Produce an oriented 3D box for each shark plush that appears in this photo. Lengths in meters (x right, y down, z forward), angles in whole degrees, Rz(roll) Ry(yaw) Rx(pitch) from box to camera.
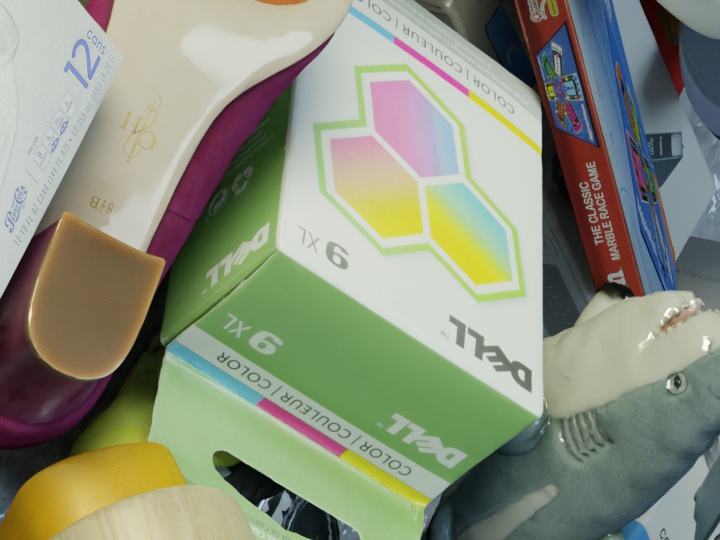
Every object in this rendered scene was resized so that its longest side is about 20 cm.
[{"bbox_3d":[0.060,0.092,0.895,0.091,0.083,0.201,9,111,-61],"label":"shark plush"}]

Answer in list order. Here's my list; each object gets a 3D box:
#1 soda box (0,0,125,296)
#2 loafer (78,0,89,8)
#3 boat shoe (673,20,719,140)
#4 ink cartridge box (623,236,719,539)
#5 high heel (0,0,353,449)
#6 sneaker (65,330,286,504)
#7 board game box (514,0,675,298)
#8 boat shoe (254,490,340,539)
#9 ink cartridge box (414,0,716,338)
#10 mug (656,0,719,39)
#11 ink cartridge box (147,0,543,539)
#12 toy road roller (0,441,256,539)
[{"bbox_3d":[-0.137,0.008,0.653,0.063,0.068,0.201,50,58,-48],"label":"soda box"},{"bbox_3d":[-0.069,-0.088,0.803,0.068,0.075,0.201,13,97,-56],"label":"loafer"},{"bbox_3d":[0.166,-0.095,1.102,0.203,0.074,0.086,-82,165,-50],"label":"boat shoe"},{"bbox_3d":[0.121,0.105,1.107,0.200,0.086,0.147,-51,136,-33],"label":"ink cartridge box"},{"bbox_3d":[-0.064,-0.045,0.752,0.067,0.096,0.201,35,63,-14],"label":"high heel"},{"bbox_3d":[-0.038,0.024,0.884,0.200,0.075,0.077,-35,115,-55],"label":"sneaker"},{"bbox_3d":[0.084,-0.053,0.956,0.103,0.019,0.201,-80,157,-52],"label":"board game box"},{"bbox_3d":[-0.021,0.158,0.930,0.073,0.068,0.201,1,98,-55],"label":"boat shoe"},{"bbox_3d":[0.091,-0.097,1.047,0.177,0.045,0.200,-58,140,-27],"label":"ink cartridge box"},{"bbox_3d":[0.143,-0.156,0.833,0.148,0.175,0.200,44,18,-8],"label":"mug"},{"bbox_3d":[0.000,0.000,0.825,0.104,0.059,0.201,33,38,-25],"label":"ink cartridge box"},{"bbox_3d":[-0.103,0.151,0.725,0.145,0.123,0.200,-9,147,-34],"label":"toy road roller"}]
